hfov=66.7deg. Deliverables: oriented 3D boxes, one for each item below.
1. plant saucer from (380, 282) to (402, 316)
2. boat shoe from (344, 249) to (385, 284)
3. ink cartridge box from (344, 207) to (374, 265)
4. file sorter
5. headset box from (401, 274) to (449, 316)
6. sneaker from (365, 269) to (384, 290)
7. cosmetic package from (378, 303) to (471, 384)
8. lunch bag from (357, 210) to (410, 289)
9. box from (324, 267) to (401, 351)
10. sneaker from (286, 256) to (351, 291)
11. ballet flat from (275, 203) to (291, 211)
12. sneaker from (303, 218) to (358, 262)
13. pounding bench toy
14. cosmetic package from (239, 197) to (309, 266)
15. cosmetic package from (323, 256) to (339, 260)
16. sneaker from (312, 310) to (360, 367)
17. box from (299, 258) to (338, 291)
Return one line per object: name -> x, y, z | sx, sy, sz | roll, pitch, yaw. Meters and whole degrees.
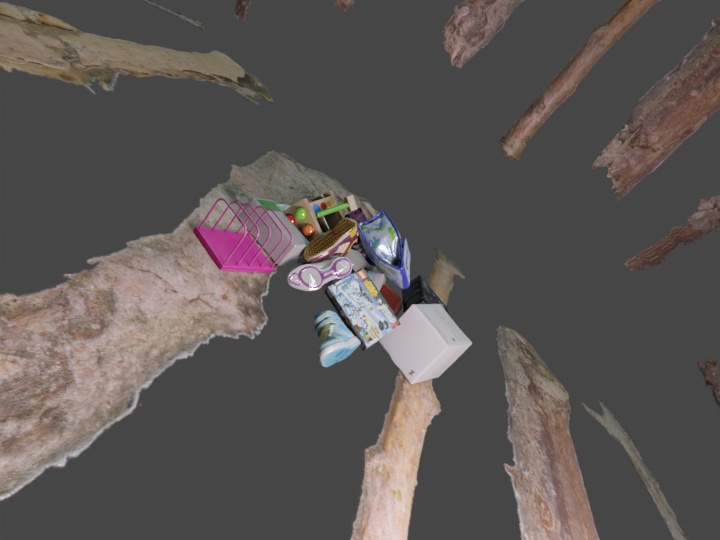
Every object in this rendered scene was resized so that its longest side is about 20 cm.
plant saucer -> 0.064, 0.077, 1.873 | 0.200, 0.037, 0.200 | 44, 19, 1
boat shoe -> 0.000, 0.000, 1.749 | 0.199, 0.060, 0.077 | 38, 47, -37
ink cartridge box -> 0.006, -0.098, 1.796 | 0.202, 0.094, 0.037 | 62, -5, -7
file sorter -> -0.290, -0.092, 1.401 | 0.139, 0.126, 0.199 | 49, 21, 21
headset box -> 0.235, 0.136, 1.957 | 0.174, 0.092, 0.201 | 47, 18, -17
sneaker -> -0.002, 0.075, 1.647 | 0.081, 0.075, 0.201 | 18, 47, 20
cosmetic package -> 0.198, 0.216, 1.645 | 0.168, 0.167, 0.199 | 51, 22, 24
lunch bag -> 0.089, -0.054, 1.669 | 0.202, 0.126, 0.170 | 62, 0, 24
box -> 0.007, 0.107, 1.547 | 0.136, 0.040, 0.201 | -28, 79, -32
sneaker -> -0.123, 0.014, 1.555 | 0.198, 0.099, 0.076 | -13, 91, -30
ballet flat -> -0.223, -0.169, 1.799 | 0.070, 0.070, 0.199 | 53, 20, 28
sneaker -> -0.078, -0.066, 1.596 | 0.075, 0.199, 0.091 | 31, -34, 37
pounding bench toy -> -0.123, -0.164, 1.654 | 0.155, 0.199, 0.126 | -26, 91, -50
cosmetic package -> -0.247, -0.111, 1.588 | 0.200, 0.085, 0.107 | 46, 18, 14
cosmetic package -> -0.078, -0.060, 1.789 | 0.102, 0.071, 0.200 | 63, 19, 0
sneaker -> -0.085, 0.161, 1.349 | 0.131, 0.079, 0.200 | 49, 11, 13
box -> -0.117, 0.016, 1.642 | 0.200, 0.039, 0.041 | 46, 21, 10
